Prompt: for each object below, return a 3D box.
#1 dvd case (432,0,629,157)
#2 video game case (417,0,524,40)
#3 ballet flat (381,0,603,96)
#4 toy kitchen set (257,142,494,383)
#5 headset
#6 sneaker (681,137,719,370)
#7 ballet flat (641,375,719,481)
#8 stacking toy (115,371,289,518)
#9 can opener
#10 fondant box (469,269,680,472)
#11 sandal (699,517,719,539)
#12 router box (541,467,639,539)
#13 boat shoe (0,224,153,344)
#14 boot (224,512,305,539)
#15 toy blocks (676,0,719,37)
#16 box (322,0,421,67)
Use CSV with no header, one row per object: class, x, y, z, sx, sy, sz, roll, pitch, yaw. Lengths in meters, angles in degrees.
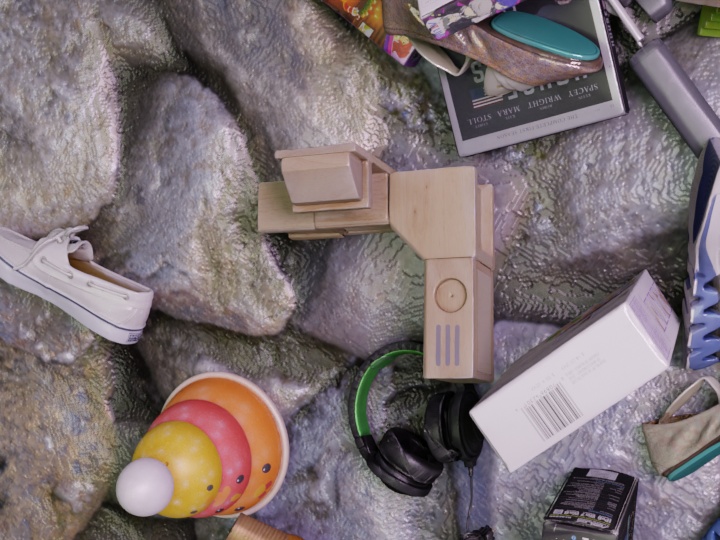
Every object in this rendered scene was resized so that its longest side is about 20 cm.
dvd case,0.127,-0.209,0.899,0.149,0.025,0.203,-12,95,28
video game case,0.117,-0.294,0.839,0.180,0.036,0.202,-22,55,21
ballet flat,0.100,-0.182,0.876,0.199,0.068,0.068,31,129,24
toy kitchen set,0.000,0.000,0.921,0.197,0.163,0.183,-2,81,20
headset,0.059,0.159,0.977,0.123,0.094,0.201,-38,72,20
sneaker,0.320,-0.010,0.865,0.114,0.081,0.202,1,120,9
ballet flat,0.303,0.105,0.875,0.200,0.067,0.063,-41,60,38
stacking toy,-0.164,0.183,1.003,0.144,0.200,0.148,3,98,20
can opener,0.249,-0.175,0.891,0.066,0.053,0.201,-32,85,19
fondant box,0.177,0.074,0.867,0.144,0.200,0.059,-38,85,19
sandal,0.346,0.180,0.895,0.200,0.079,0.088,-47,50,23
router box,0.187,0.285,0.915,0.061,0.150,0.203,6,98,19
boat shoe,-0.294,-0.011,1.094,0.201,0.075,0.087,30,106,12
boot,-0.096,0.340,1.070,0.143,0.071,0.202,32,118,0
toy blocks,0.300,-0.269,0.802,0.099,0.137,0.203,2,108,-14
box,0.048,-0.301,0.955,0.136,0.039,0.201,39,107,10
